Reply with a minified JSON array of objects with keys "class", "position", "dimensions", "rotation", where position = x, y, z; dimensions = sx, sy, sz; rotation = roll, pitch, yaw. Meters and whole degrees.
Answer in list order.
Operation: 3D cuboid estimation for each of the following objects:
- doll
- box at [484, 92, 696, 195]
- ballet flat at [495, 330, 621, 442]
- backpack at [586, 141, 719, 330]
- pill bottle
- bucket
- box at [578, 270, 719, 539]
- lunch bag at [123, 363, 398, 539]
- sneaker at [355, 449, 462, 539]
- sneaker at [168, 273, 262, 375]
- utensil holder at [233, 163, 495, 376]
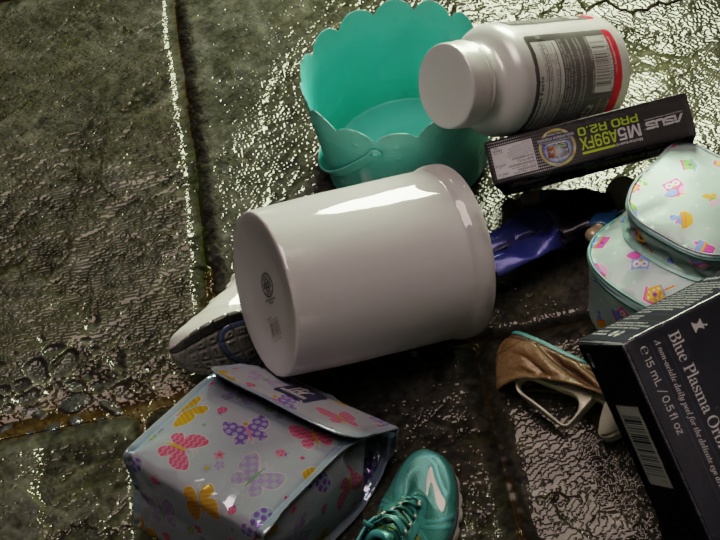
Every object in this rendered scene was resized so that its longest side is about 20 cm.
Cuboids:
[{"class":"doll","position":[0.193,-0.047,1.802],"dimensions":[0.199,0.049,0.136],"rotation":[-25,29,-13]},{"class":"box","position":[0.228,-0.123,1.782],"dimensions":[0.199,0.160,0.044],"rotation":[-14,86,7]},{"class":"ballet flat","position":[0.211,0.115,1.657],"dimensions":[0.199,0.068,0.073],"rotation":[16,74,23]},{"class":"backpack","position":[0.308,-0.009,1.684],"dimensions":[0.175,0.154,0.200],"rotation":[31,63,26]},{"class":"pill bottle","position":[0.157,-0.188,1.754],"dimensions":[0.199,0.111,0.111],"rotation":[-10,41,-37]},{"class":"bucket","position":[0.040,-0.167,1.880],"dimensions":[0.206,0.135,0.208],"rotation":[-5,48,5]},{"class":"box","position":[0.324,0.107,1.535],"dimensions":[0.199,0.117,0.197],"rotation":[-26,93,-12]},{"class":"lunch bag","position":[-0.087,0.169,1.621],"dimensions":[0.169,0.128,0.200],"rotation":[25,45,28]},{"class":"sneaker","position":[0.034,0.235,1.568],"dimensions":[0.077,0.080,0.200],"rotation":[11,52,20]},{"class":"sneaker","position":[-0.106,0.037,1.786],"dimensions":[0.200,0.075,0.087],"rotation":[-29,38,-23]},{"class":"utensil holder","position":[0.000,0.000,1.688],"dimensions":[0.199,0.170,0.170],"rotation":[-12,46,-22]}]
